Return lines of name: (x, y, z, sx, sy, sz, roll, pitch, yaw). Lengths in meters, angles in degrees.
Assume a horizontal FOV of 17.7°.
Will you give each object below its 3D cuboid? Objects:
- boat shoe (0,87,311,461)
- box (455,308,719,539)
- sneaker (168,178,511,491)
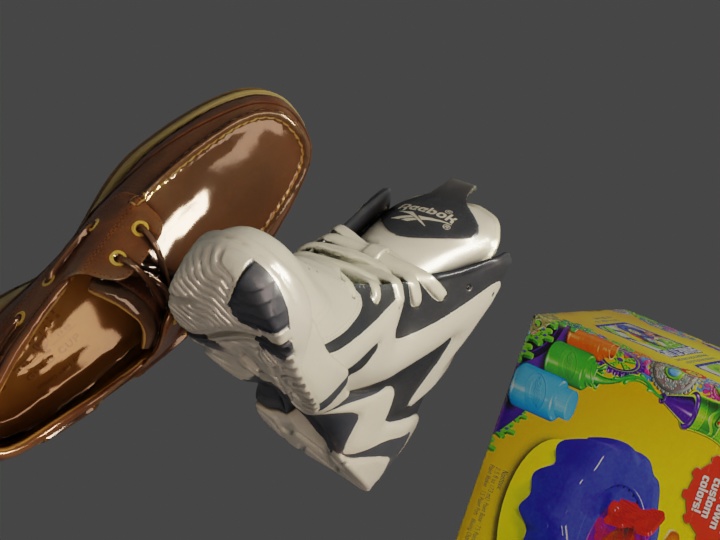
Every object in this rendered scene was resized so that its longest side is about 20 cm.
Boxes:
boat shoe: (-0.093, 0.007, 0.963, 0.200, 0.068, 0.072, -43, 113, -4)
box: (0.146, 0.143, 0.999, 0.192, 0.122, 0.201, 21, 99, 23)
sneaker: (0.000, 0.000, 0.958, 0.130, 0.079, 0.199, -55, 148, -13)
